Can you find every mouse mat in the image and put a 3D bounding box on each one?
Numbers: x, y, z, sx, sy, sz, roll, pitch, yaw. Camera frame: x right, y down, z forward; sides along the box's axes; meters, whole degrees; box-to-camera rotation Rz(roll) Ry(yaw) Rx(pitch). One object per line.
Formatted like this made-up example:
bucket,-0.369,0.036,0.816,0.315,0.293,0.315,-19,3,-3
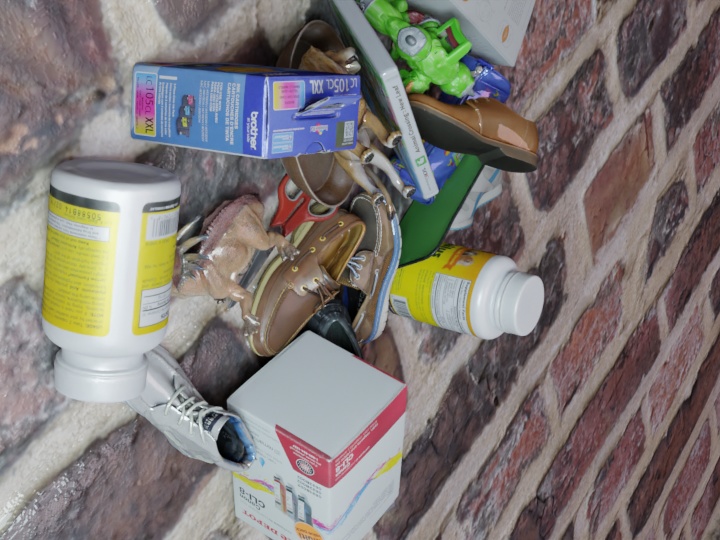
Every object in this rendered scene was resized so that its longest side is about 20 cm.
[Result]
mouse mat,0.093,-0.080,1.341,0.008,0.161,0.200,39,66,-16

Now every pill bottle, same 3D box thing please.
pill bottle,0.130,0.024,1.373,0.109,0.200,0.109,-25,122,-49
pill bottle,-0.222,0.009,0.939,0.111,0.111,0.200,-11,114,-53

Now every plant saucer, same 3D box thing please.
plant saucer,-0.049,-0.167,1.154,0.200,0.034,0.200,-1,90,-68

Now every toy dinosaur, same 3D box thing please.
toy dinosaur,-0.141,-0.026,1.076,0.136,0.086,0.200,57,50,-39

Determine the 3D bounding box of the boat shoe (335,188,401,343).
boat shoe,0.000,0.000,1.292,0.072,0.072,0.200,-19,117,-50

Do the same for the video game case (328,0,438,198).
video game case,0.020,-0.200,1.151,0.022,0.200,0.182,-26,137,-1

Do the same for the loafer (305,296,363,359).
loafer,-0.028,0.128,1.274,0.068,0.070,0.201,-14,117,-10

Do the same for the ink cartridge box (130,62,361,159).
ink cartridge box,-0.094,-0.150,0.988,0.136,0.200,0.076,-15,114,-53

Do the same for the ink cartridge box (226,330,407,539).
ink cartridge box,-0.048,0.205,1.199,0.145,0.145,0.200,-41,146,-39

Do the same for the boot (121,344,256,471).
boot,-0.173,0.135,1.070,0.074,0.096,0.200,-60,143,-22

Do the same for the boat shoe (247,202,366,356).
boat shoe,-0.060,0.011,1.212,0.200,0.068,0.072,-61,143,-21

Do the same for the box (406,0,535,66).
box,0.130,-0.355,1.329,0.200,0.097,0.124,28,79,-56

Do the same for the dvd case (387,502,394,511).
dvd case,-0.005,0.262,1.423,0.150,0.025,0.200,-27,124,-48

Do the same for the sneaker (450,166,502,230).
sneaker,0.132,-0.115,1.443,0.200,0.076,0.081,-45,138,-51

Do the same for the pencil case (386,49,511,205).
pencil case,0.112,-0.181,1.347,0.200,0.078,0.087,-55,162,-8

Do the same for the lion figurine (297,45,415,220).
lion figurine,-0.009,-0.139,1.113,0.072,0.122,0.200,-38,153,-17

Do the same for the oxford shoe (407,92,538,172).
oxford shoe,0.127,-0.175,1.246,0.200,0.071,0.071,16,78,-34

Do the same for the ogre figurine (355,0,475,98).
ogre figurine,0.066,-0.264,1.235,0.098,0.120,0.200,-34,143,-1

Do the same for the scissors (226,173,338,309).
scissors,-0.098,-0.045,1.177,0.200,0.014,0.073,-44,111,-27
